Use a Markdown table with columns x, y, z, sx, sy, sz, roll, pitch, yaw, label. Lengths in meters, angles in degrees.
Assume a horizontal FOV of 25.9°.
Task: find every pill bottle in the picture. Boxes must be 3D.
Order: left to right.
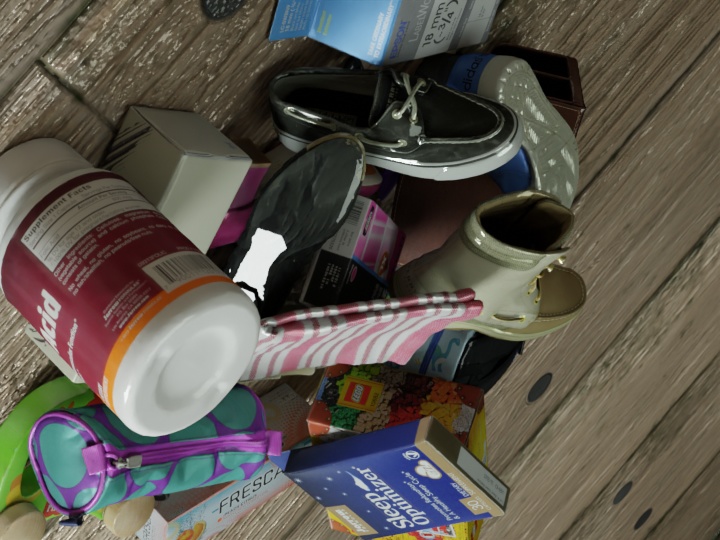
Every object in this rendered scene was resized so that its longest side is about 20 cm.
| x | y | z | sx | sy | sz | roll | pitch | yaw | label |
| --- | --- | --- | --- | --- | --- | --- | --- | --- | --- |
| -0.169 | 0.006 | 1.040 | 0.114 | 0.200 | 0.115 | -34 | 148 | -26 | pill bottle |

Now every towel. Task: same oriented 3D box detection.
| x | y | z | sx | sy | sz | roll | pitch | yaw | label |
| --- | --- | --- | --- | --- | --- | --- | --- | --- | --- |
| -0.017 | 0.056 | 1.248 | 0.198 | 0.030 | 0.146 | -7 | 165 | -27 | towel |

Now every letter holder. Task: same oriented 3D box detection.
| x | y | z | sx | sy | sz | roll | pitch | yaw | label |
| --- | --- | --- | --- | --- | --- | --- | --- | --- | --- |
| 0.106 | -0.099 | 1.426 | 0.101 | 0.140 | 0.202 | -85 | -172 | -57 | letter holder |

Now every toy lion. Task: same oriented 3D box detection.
| x | y | z | sx | sy | sz | roll | pitch | yaw | label |
| --- | --- | --- | --- | --- | --- | --- | --- | --- | --- |
| -0.214 | 0.127 | 1.276 | 0.199 | 0.068 | 0.194 | -2 | 119 | -54 | toy lion |

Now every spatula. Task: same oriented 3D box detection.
| x | y | z | sx | sy | sz | roll | pitch | yaw | label |
| --- | --- | --- | --- | --- | --- | --- | --- | --- | --- |
| 0.013 | -0.122 | 1.338 | 0.057 | 0.020 | 0.200 | -56 | 151 | -16 | spatula |

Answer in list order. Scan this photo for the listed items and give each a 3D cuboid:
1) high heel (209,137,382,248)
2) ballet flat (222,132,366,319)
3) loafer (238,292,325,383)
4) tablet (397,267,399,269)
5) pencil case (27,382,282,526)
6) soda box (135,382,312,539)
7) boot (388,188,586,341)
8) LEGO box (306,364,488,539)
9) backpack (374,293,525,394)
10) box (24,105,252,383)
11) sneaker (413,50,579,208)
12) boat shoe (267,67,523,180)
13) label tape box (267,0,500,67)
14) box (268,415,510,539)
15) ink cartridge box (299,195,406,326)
| x | y | z | sx | sy | sz | roll | pitch | yaw | label |
| --- | --- | --- | --- | --- | --- | --- | --- | --- | --- |
| -0.064 | -0.055 | 1.265 | 0.199 | 0.067 | 0.096 | -9 | 138 | -55 | high heel |
| -0.059 | -0.030 | 1.210 | 0.201 | 0.066 | 0.057 | -54 | -172 | 26 | ballet flat |
| -0.069 | 0.056 | 1.360 | 0.199 | 0.068 | 0.077 | -13 | 115 | -59 | loafer |
| 0.054 | 0.045 | 1.605 | 0.130 | 0.014 | 0.201 | -32 | 148 | -31 | tablet |
| -0.160 | 0.139 | 1.227 | 0.199 | 0.092 | 0.086 | -6 | 97 | -51 | pencil case |
| -0.123 | 0.186 | 1.459 | 0.199 | 0.068 | 0.064 | -29 | 144 | -35 | soda box |
| 0.142 | -0.005 | 1.329 | 0.198 | 0.073 | 0.155 | 4 | 151 | -30 | boot |
| 0.040 | 0.179 | 1.471 | 0.201 | 0.147 | 0.078 | 81 | 26 | -52 | LEGO box |
| 0.091 | 0.061 | 1.523 | 0.200 | 0.152 | 0.164 | -64 | 176 | -60 | backpack |
| -0.165 | -0.017 | 1.158 | 0.082 | 0.068 | 0.201 | 1 | 123 | -56 | box |
| 0.109 | -0.114 | 1.321 | 0.077 | 0.110 | 0.200 | -62 | 144 | -17 | sneaker |
| 0.025 | -0.117 | 1.196 | 0.064 | 0.197 | 0.072 | 77 | 19 | -62 | boat shoe |
| 0.036 | -0.234 | 1.194 | 0.199 | 0.063 | 0.145 | -20 | 139 | -44 | label tape box |
| 0.019 | 0.190 | 1.393 | 0.121 | 0.199 | 0.033 | 43 | 48 | -31 | box |
| 0.000 | 0.000 | 1.313 | 0.200 | 0.037 | 0.096 | 41 | 68 | -77 | ink cartridge box |
